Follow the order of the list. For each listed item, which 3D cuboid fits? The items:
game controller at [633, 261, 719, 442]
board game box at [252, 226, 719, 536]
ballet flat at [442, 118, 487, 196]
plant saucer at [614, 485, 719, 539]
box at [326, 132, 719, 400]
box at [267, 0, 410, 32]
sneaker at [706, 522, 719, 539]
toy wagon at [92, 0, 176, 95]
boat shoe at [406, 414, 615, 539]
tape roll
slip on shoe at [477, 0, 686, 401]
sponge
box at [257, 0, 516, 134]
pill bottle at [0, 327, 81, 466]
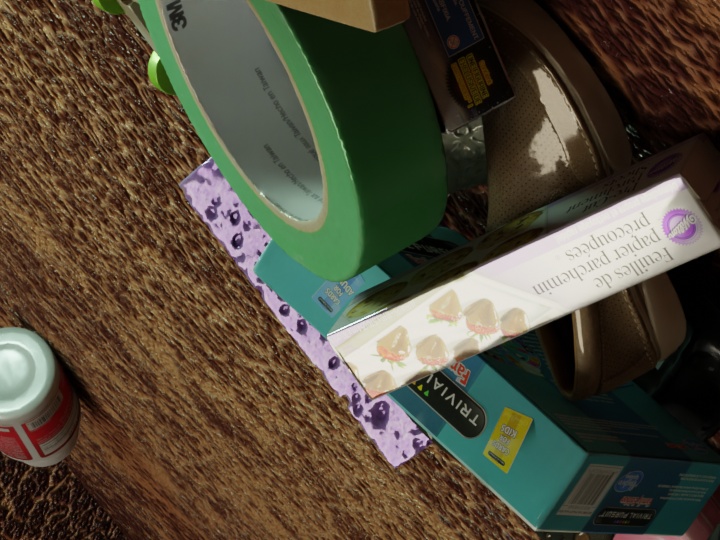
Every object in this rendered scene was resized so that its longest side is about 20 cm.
[{"bbox_3d":[0.148,0.031,1.484,0.105,0.042,0.200,57,169,10],"label":"game controller"},{"bbox_3d":[0.063,0.048,1.445,0.200,0.047,0.151,41,-164,29],"label":"board game box"},{"bbox_3d":[0.030,-0.054,1.507,0.072,0.072,0.200,45,167,-1],"label":"ballet flat"},{"bbox_3d":[0.145,0.110,1.704,0.200,0.051,0.201,43,167,12],"label":"plant saucer"},{"bbox_3d":[0.074,0.000,1.311,0.199,0.041,0.039,-25,109,35],"label":"box"},{"bbox_3d":[-0.045,-0.200,1.162,0.163,0.021,0.201,23,128,54],"label":"box"},{"bbox_3d":[0.200,0.164,1.527,0.066,0.090,0.200,39,156,24],"label":"sneaker"},{"bbox_3d":[-0.095,-0.138,1.701,0.155,0.040,0.200,29,160,50],"label":"toy wagon"},{"bbox_3d":[0.078,0.064,1.570,0.200,0.074,0.076,45,154,25],"label":"boat shoe"},{"bbox_3d":[-0.035,-0.093,1.335,0.201,0.048,0.201,52,159,28],"label":"tape roll"},{"bbox_3d":[0.083,-0.032,1.347,0.076,0.060,0.201,29,147,54],"label":"slip on shoe"},{"bbox_3d":[0.000,0.000,1.644,0.111,0.030,0.200,-39,88,33],"label":"sponge"},{"bbox_3d":[-0.012,-0.135,1.351,0.200,0.040,0.137,15,131,66],"label":"box"},{"bbox_3d":[-0.379,0.150,3.413,0.112,0.112,0.200,40,167,20],"label":"pill bottle"}]
